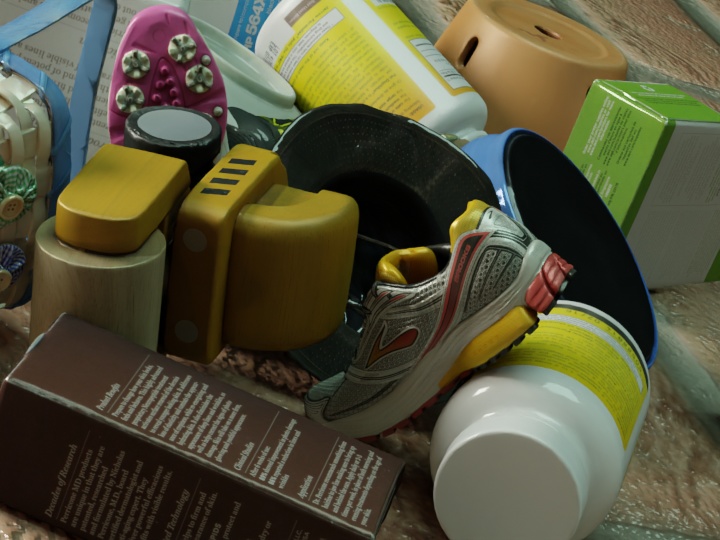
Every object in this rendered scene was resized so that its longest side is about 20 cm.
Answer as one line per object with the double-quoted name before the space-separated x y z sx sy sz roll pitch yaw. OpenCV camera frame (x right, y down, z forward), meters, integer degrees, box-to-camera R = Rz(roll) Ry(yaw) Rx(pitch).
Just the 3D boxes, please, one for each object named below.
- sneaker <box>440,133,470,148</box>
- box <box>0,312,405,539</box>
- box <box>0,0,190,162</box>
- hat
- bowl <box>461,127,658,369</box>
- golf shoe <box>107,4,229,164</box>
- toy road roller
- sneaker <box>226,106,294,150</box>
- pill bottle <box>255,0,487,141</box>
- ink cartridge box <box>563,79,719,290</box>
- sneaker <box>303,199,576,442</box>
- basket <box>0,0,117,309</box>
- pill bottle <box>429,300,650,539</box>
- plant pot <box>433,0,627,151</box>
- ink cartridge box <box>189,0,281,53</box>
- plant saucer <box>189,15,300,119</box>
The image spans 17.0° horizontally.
"sneaker" 0.041 -0.072 1.651 0.090 0.067 0.200 -16 -11 -5
"box" -0.087 0.104 1.226 0.200 0.075 0.100 25 21 2
"box" -0.227 -0.153 1.570 0.199 0.171 0.200 20 18 -8
"hat" 0.000 0.000 1.515 0.200 0.081 0.201 10 66 -24
"bowl" 0.135 -0.007 1.628 0.201 0.039 0.201 44 29 -31
"golf shoe" -0.113 -0.067 1.485 0.075 0.200 0.092 -9 16 -4
"toy road roller" -0.087 -0.002 1.346 0.146 0.123 0.200 14 28 12
"sneaker" -0.050 -0.078 1.592 0.085 0.075 0.200 -18 -4 1
"pill bottle" 0.019 -0.128 1.820 0.200 0.109 0.109 49 28 16
"ink cartridge box" 0.236 -0.065 1.872 0.076 0.148 0.200 35 23 33
"sneaker" 0.033 0.027 1.372 0.082 0.200 0.078 46 36 -5
"basket" -0.218 -0.060 1.362 0.139 0.176 0.200 29 40 18
"pill bottle" 0.101 0.096 1.383 0.111 0.111 0.200 25 20 5
"plant pot" 0.126 -0.131 1.933 0.200 0.140 0.200 21 20 -8
"ink cartridge box" -0.178 -0.231 1.905 0.200 0.084 0.146 12 13 -35
"plant saucer" -0.104 -0.138 1.771 0.200 0.050 0.200 34 11 -8
